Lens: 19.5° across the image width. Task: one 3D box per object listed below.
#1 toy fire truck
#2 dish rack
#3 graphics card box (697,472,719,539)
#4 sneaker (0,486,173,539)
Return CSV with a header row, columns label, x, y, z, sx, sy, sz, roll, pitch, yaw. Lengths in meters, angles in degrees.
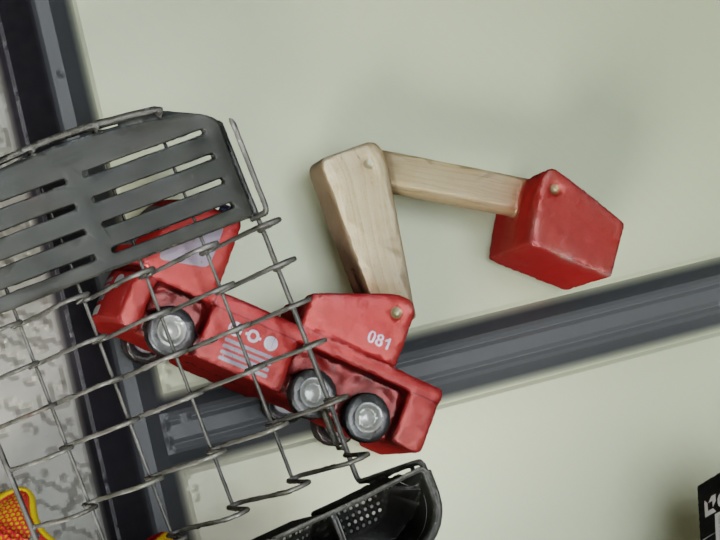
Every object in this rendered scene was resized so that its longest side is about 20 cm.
label,x,y,z,sx,sy,sz,roll,pitch,yaw
toy fire truck,0.000,0.000,0.883,0.199,0.049,0.142,25,76,-15
dish rack,-0.073,0.039,0.792,0.153,0.054,0.201,-22,91,-26
graphics card box,0.208,0.184,0.872,0.125,0.051,0.201,16,56,-22
sneaker,-0.068,0.149,0.831,0.199,0.073,0.077,32,64,-17
